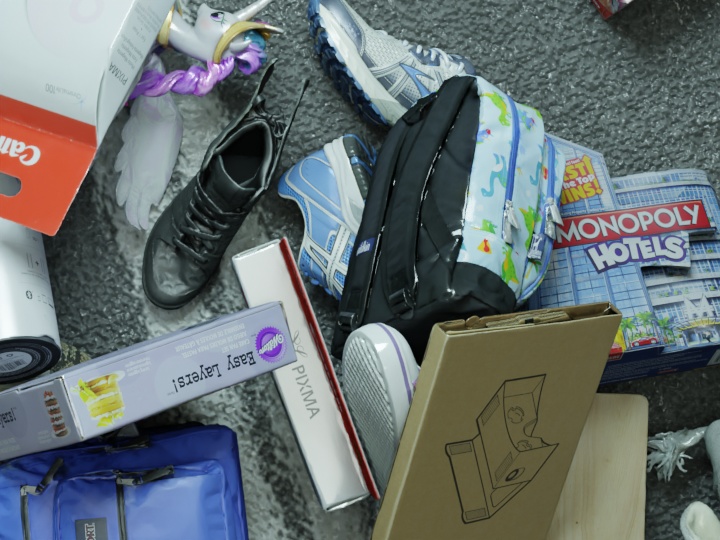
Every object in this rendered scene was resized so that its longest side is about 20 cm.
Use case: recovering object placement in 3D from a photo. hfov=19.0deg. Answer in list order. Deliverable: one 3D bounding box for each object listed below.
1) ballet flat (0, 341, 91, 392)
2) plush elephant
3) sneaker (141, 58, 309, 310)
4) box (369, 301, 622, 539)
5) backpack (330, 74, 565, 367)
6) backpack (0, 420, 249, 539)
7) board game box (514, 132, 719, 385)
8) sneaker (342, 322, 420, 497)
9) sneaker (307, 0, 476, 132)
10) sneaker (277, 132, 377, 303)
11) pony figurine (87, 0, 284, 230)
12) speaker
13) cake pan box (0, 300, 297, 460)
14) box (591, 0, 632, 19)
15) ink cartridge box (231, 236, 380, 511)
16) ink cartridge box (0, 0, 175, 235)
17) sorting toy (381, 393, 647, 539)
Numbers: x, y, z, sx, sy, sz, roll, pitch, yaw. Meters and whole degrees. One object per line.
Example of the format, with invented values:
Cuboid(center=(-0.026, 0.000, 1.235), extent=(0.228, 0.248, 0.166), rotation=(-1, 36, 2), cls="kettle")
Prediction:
Cuboid(center=(-0.297, 0.075, 1.601), extent=(0.198, 0.075, 0.068), rotation=(8, 84, -4), cls="ballet flat")
Cuboid(center=(0.309, 0.185, 1.606), extent=(0.199, 0.165, 0.156), rotation=(-13, 75, 23), cls="plush elephant")
Cuboid(center=(-0.103, -0.061, 1.605), extent=(0.060, 0.104, 0.201), rotation=(32, 86, -3), cls="sneaker")
Cuboid(center=(0.092, 0.117, 1.483), extent=(0.163, 0.021, 0.201), rotation=(-6, 123, -37), cls="box")
Cuboid(center=(0.067, -0.039, 1.531), extent=(0.153, 0.163, 0.201), rotation=(12, 65, -31), cls="backpack")
Cuboid(center=(-0.183, 0.191, 1.564), extent=(0.198, 0.168, 0.164), rotation=(-6, 82, -2), cls="backpack")
Cuboid(center=(0.190, -0.019, 1.617), extent=(0.199, 0.062, 0.201), rotation=(-9, 65, -13), cls="board game box")
Cuboid(center=(0.056, 0.094, 1.505), extent=(0.114, 0.073, 0.201), rotation=(-30, 135, -16), cls="sneaker")
Cuboid(center=(0.039, -0.142, 1.640), extent=(0.085, 0.077, 0.200), rotation=(-42, 101, -9), cls="sneaker")
Cuboid(center=(0.000, 0.000, 1.637), extent=(0.077, 0.076, 0.201), rotation=(-18, 90, 18), cls="sneaker")
Cuboid(center=(-0.178, -0.152, 1.593), extent=(0.199, 0.167, 0.194), rotation=(26, 79, 12), cls="pony figurine")
Cuboid(center=(-0.271, -0.024, 1.569), extent=(0.081, 0.081, 0.201), rotation=(-12, 66, -4), cls="speaker")
Cuboid(center=(-0.170, 0.081, 1.526), extent=(0.183, 0.200, 0.053), rotation=(-17, 90, -35), cls="cake pan box")
Cuboid(center=(0.245, -0.293, 1.641), extent=(0.200, 0.095, 0.103), rotation=(-37, 91, -4), cls="box")
Cuboid(center=(-0.042, 0.077, 1.571), extent=(0.043, 0.174, 0.201), rotation=(-20, 90, -3), cls="ink cartridge box")
Cuboid(center=(-0.236, -0.141, 1.513), extent=(0.162, 0.057, 0.201), rotation=(18, 72, 33), cls="ink cartridge box")
Cuboid(center=(0.109, 0.191, 1.620), extent=(0.197, 0.070, 0.202), rotation=(2, 89, -10), cls="sorting toy")
